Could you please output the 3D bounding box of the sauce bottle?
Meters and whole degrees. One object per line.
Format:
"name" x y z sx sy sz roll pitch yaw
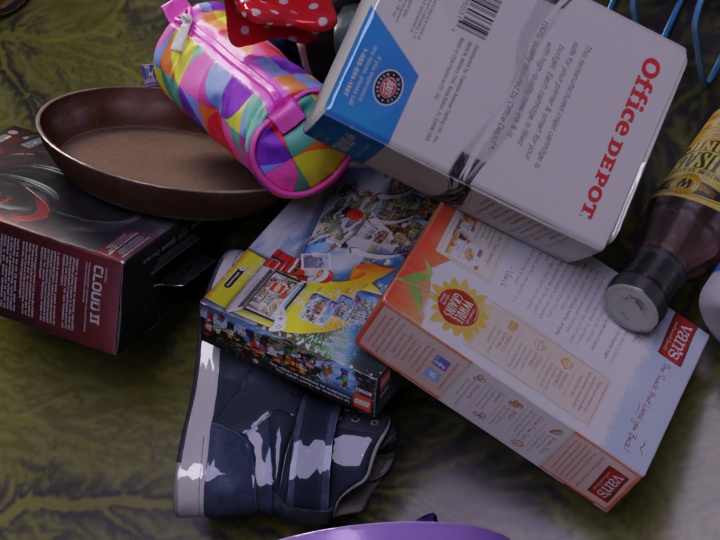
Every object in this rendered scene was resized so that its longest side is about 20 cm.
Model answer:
"sauce bottle" 0.225 -0.037 1.395 0.066 0.066 0.200 23 50 20

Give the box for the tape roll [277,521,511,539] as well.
"tape roll" 0.004 0.216 1.298 0.199 0.200 0.066 -11 65 7

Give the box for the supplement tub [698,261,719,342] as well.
"supplement tub" 0.324 -0.022 1.368 0.132 0.132 0.200 30 77 22

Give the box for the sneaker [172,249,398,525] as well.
"sneaker" -0.043 0.081 1.439 0.145 0.077 0.203 3 60 4

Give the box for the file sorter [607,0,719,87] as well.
"file sorter" 0.179 -0.230 1.485 0.199 0.139 0.123 21 77 20

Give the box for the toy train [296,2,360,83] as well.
"toy train" 0.053 -0.146 1.456 0.199 0.114 0.085 -8 34 20

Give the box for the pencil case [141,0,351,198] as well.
"pencil case" -0.079 -0.122 1.455 0.088 0.089 0.200 -41 39 -6

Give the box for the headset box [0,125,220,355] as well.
"headset box" -0.199 -0.022 1.470 0.199 0.075 0.149 18 28 19

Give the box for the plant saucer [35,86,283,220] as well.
"plant saucer" -0.131 -0.081 1.485 0.199 0.200 0.035 18 115 18

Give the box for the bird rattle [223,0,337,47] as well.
"bird rattle" -0.040 -0.250 1.403 0.162 0.113 0.201 -22 61 2

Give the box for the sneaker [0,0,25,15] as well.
"sneaker" -0.254 -0.297 1.630 0.075 0.090 0.201 21 74 19

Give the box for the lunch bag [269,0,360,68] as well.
"lunch bag" -0.039 -0.267 1.555 0.170 0.124 0.200 -36 73 -4

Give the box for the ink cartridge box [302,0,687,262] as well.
"ink cartridge box" 0.085 -0.112 1.335 0.199 0.084 0.147 27 78 -8

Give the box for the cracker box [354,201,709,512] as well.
"cracker box" 0.113 0.045 1.363 0.199 0.058 0.134 34 50 0

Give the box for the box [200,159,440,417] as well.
"box" 0.000 0.000 1.433 0.136 0.038 0.200 23 47 19

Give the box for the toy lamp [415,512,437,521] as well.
"toy lamp" -0.045 0.201 1.396 0.199 0.058 0.059 -7 66 9
